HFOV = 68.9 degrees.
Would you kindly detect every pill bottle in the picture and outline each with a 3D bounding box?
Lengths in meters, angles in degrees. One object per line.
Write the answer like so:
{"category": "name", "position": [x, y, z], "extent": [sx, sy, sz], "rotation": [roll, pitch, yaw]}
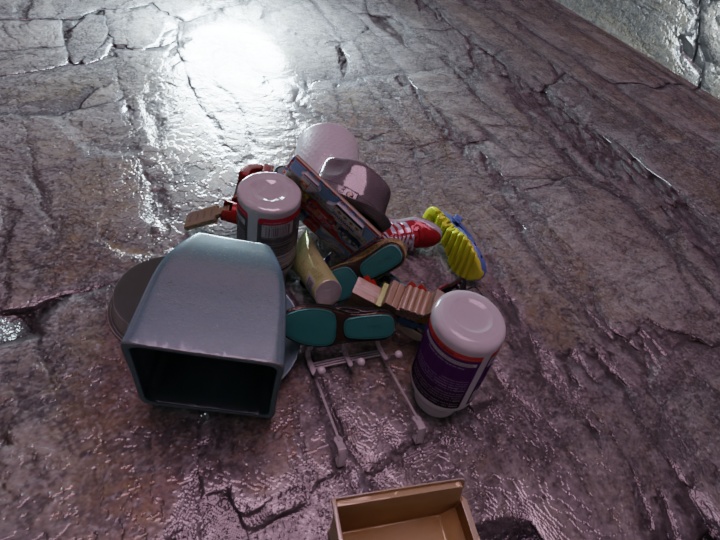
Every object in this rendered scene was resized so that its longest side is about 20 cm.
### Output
{"category": "pill bottle", "position": [-0.165, -0.060, 0.927], "extent": [0.107, 0.203, 0.113], "rotation": [7, 43, -7]}
{"category": "pill bottle", "position": [0.141, 0.136, 0.804], "extent": [0.109, 0.203, 0.114], "rotation": [7, 43, -7]}

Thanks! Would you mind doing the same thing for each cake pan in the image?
{"category": "cake pan", "position": [-0.329, 0.048, 0.896], "extent": [0.194, 0.037, 0.204], "rotation": [7, 44, -7]}

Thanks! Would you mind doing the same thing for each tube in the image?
{"category": "tube", "position": [-0.089, -0.007, 0.953], "extent": [0.057, 0.053, 0.200], "rotation": [-18, 33, -17]}

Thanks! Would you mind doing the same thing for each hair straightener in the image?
{"category": "hair straightener", "position": [0.183, 0.057, 0.976], "extent": [0.077, 0.041, 0.199], "rotation": [41, 23, 16]}

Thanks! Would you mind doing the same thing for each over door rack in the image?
{"category": "over door rack", "position": [0.006, 0.183, 0.822], "extent": [0.144, 0.068, 0.203], "rotation": [-7, 47, -20]}

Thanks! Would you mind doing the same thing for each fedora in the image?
{"category": "fedora", "position": [-0.021, -0.151, 0.988], "extent": [0.196, 0.177, 0.092], "rotation": [24, 82, 10]}

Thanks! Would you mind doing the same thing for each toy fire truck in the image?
{"category": "toy fire truck", "position": [-0.243, -0.135, 1.062], "extent": [0.194, 0.130, 0.179], "rotation": [14, 42, -15]}

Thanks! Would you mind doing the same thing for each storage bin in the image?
{"category": "storage bin", "position": [0.071, 0.376, 0.621], "extent": [0.192, 0.095, 0.203], "rotation": [-2, 45, -16]}

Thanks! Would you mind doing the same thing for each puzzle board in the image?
{"category": "puzzle board", "position": [-0.069, -0.102, 0.940], "extent": [0.199, 0.150, 0.018], "rotation": [42, 62, -11]}

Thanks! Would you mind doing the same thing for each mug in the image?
{"category": "mug", "position": [-0.055, -0.191, 1.148], "extent": [0.197, 0.147, 0.179], "rotation": [28, 45, -30]}

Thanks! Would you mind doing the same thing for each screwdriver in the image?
{"category": "screwdriver", "position": [-0.050, -0.036, 1.031], "extent": [0.029, 0.028, 0.200], "rotation": [43, 62, 2]}

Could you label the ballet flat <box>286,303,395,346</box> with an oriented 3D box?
{"category": "ballet flat", "position": [-0.039, 0.087, 0.855], "extent": [0.194, 0.070, 0.068], "rotation": [5, 9, -17]}

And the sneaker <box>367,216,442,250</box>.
{"category": "sneaker", "position": [0.070, -0.059, 1.081], "extent": [0.194, 0.073, 0.114], "rotation": [8, 39, 5]}

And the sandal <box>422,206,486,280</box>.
{"category": "sandal", "position": [0.214, -0.062, 1.120], "extent": [0.085, 0.080, 0.203], "rotation": [0, 47, -34]}

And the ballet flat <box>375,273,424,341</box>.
{"category": "ballet flat", "position": [0.077, 0.070, 0.956], "extent": [0.198, 0.076, 0.074], "rotation": [36, 48, 25]}

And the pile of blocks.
{"category": "pile of blocks", "position": [0.072, 0.052, 0.900], "extent": [0.195, 0.083, 0.063], "rotation": [14, 58, 21]}

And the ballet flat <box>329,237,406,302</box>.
{"category": "ballet flat", "position": [0.000, 0.000, 0.964], "extent": [0.197, 0.071, 0.072], "rotation": [-29, 41, 19]}

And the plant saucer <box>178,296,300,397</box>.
{"category": "plant saucer", "position": [-0.194, 0.106, 0.846], "extent": [0.195, 0.039, 0.206], "rotation": [6, 63, -12]}

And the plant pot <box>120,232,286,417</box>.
{"category": "plant pot", "position": [-0.196, 0.067, 0.739], "extent": [0.190, 0.198, 0.205], "rotation": [10, 56, -9]}
